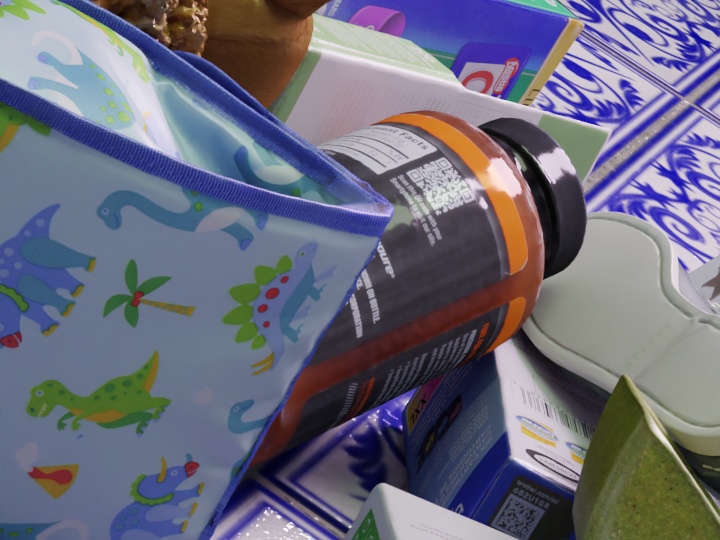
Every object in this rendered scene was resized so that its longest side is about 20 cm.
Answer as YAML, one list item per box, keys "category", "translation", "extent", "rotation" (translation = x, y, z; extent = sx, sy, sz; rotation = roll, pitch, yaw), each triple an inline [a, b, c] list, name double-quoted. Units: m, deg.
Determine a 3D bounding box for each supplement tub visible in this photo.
- category: "supplement tub"
  translation: [0.000, 0.000, 1.103]
  extent: [0.200, 0.107, 0.107]
  rotation: [-23, 53, -39]

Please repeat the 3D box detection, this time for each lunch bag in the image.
- category: "lunch bag"
  translation: [-0.113, 0.002, 0.925]
  extent: [0.200, 0.170, 0.128]
  rotation: [27, 23, -11]

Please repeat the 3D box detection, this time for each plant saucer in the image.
- category: "plant saucer"
  translation: [0.133, 0.137, 0.968]
  extent: [0.200, 0.048, 0.200]
  rotation: [56, 3, 0]

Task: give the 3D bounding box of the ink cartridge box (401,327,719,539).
- category: "ink cartridge box"
  translation: [0.094, 0.103, 1.129]
  extent: [0.136, 0.076, 0.200]
  rotation: [27, 17, -12]

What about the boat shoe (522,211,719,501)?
- category: "boat shoe"
  translation: [0.124, 0.038, 1.143]
  extent: [0.062, 0.073, 0.200]
  rotation: [57, -6, -31]

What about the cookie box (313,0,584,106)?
- category: "cookie box"
  translation: [-0.018, -0.078, 1.269]
  extent: [0.200, 0.171, 0.075]
  rotation: [5, 35, -52]

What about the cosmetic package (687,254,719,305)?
- category: "cosmetic package"
  translation: [0.265, 0.071, 1.222]
  extent: [0.200, 0.165, 0.165]
  rotation: [54, 8, -27]

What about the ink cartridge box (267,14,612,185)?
- category: "ink cartridge box"
  translation: [0.003, -0.028, 1.211]
  extent: [0.200, 0.146, 0.048]
  rotation: [10, 25, -47]

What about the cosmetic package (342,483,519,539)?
- category: "cosmetic package"
  translation: [0.030, 0.167, 0.830]
  extent: [0.085, 0.108, 0.200]
  rotation: [24, 19, -18]

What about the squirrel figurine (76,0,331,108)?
- category: "squirrel figurine"
  translation: [-0.106, -0.108, 1.045]
  extent: [0.186, 0.142, 0.200]
  rotation: [32, 19, -14]
